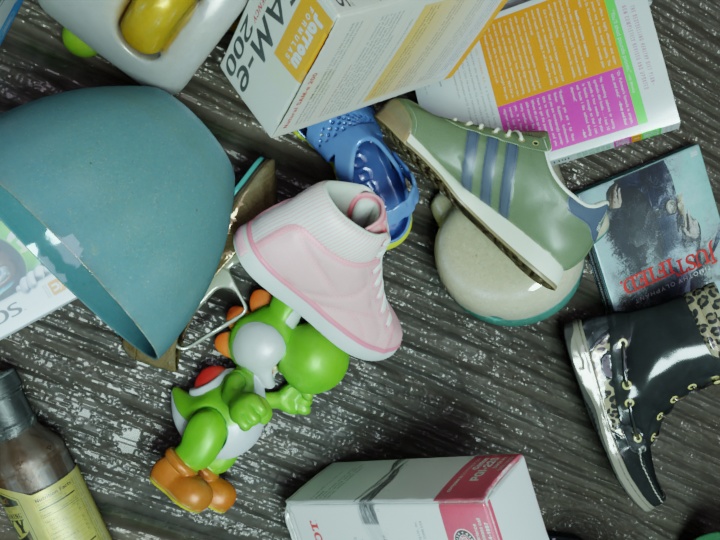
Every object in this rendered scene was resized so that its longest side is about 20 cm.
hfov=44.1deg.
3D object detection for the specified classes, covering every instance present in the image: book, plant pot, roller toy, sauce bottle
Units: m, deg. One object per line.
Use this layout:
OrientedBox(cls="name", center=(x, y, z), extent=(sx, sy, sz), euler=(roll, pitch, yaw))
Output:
OrientedBox(cls="book", center=(0.148, -0.153, 0.741), extent=(0.199, 0.048, 0.134), euler=(-15, 83, 16))
OrientedBox(cls="plant pot", center=(-0.169, -0.053, 0.639), extent=(0.135, 0.200, 0.200), euler=(-46, 104, -18))
OrientedBox(cls="roller toy", center=(-0.132, -0.229, 0.654), extent=(0.140, 0.200, 0.183), euler=(37, 78, -15))
OrientedBox(cls="sauce bottle", center=(-0.255, 0.176, 0.714), extent=(0.065, 0.065, 0.201), euler=(-24, 98, -13))

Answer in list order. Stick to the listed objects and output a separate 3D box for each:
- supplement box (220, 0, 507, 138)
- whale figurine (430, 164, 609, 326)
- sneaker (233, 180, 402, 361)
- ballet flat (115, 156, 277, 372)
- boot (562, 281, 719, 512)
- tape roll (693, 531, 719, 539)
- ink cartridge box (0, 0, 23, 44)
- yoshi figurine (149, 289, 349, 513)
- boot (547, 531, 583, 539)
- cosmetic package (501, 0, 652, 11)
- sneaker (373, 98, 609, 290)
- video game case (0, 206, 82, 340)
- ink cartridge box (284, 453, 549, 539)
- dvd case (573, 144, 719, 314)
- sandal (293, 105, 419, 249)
OrientedBox(cls="supplement box", center=(0.011, -0.185, 0.649), extent=(0.200, 0.126, 0.074), euler=(-26, 75, -38))
OrientedBox(cls="whale figurine", center=(0.143, -0.045, 0.799), extent=(0.158, 0.104, 0.201), euler=(6, 68, 20))
OrientedBox(cls="sneaker", center=(0.000, 0.000, 0.718), extent=(0.105, 0.076, 0.200), euler=(-35, 135, 16))
OrientedBox(cls="ballet flat", center=(-0.115, 0.002, 0.734), extent=(0.072, 0.068, 0.200), euler=(39, 85, 0))
OrientedBox(cls="boot", center=(0.290, 0.117, 0.832), extent=(0.150, 0.073, 0.201), euler=(-22, 93, 14))
OrientedBox(cls="tape roll", center=(0.356, 0.348, 0.826), extent=(0.048, 0.200, 0.201), euler=(9, 91, -15))
OrientedBox(cls="ink cartridge box", center=(-0.267, -0.228, 0.610), extent=(0.067, 0.200, 0.116), euler=(27, 87, -17))
OrientedBox(cls="yoshi figurine", center=(-0.079, 0.110, 0.742), extent=(0.112, 0.112, 0.200), euler=(34, 82, -31))
OrientedBox(cls="boot", center=(0.159, 0.284, 0.783), extent=(0.199, 0.168, 0.077), euler=(7, 92, -15))
OrientedBox(cls="cosmetic package", center=(0.145, -0.238, 0.783), extent=(0.199, 0.083, 0.051), euler=(6, 56, -17))
OrientedBox(cls="sneaker", center=(0.110, -0.083, 0.709), extent=(0.200, 0.067, 0.090), euler=(45, 91, 6))
OrientedBox(cls="video game case", center=(-0.348, -0.023, 0.693), extent=(0.181, 0.023, 0.201), euler=(-30, 101, -12))
OrientedBox(cls="ink cartridge box", center=(0.051, 0.236, 0.733), extent=(0.085, 0.199, 0.146), euler=(-30, 105, -54))
OrientedBox(cls="dvd case", center=(0.299, -0.006, 0.878), extent=(0.146, 0.022, 0.201), euler=(-21, 101, -13))
OrientedBox(cls="sandal", center=(-0.005, -0.109, 0.753), extent=(0.079, 0.087, 0.200), euler=(-34, 100, -9))
